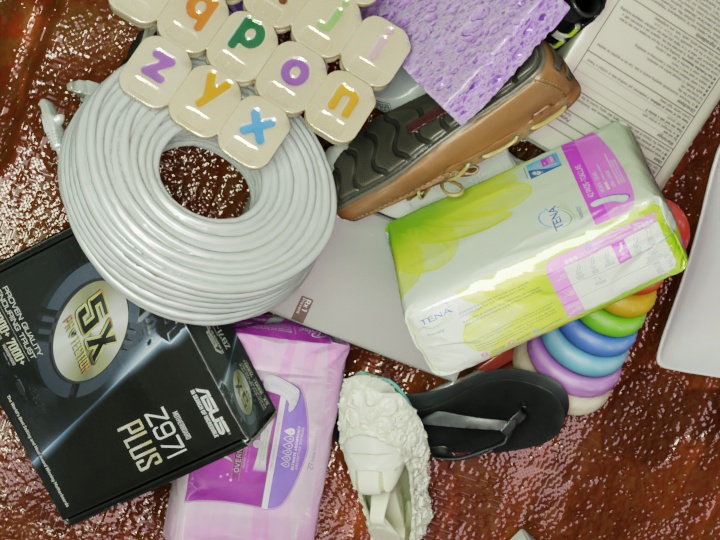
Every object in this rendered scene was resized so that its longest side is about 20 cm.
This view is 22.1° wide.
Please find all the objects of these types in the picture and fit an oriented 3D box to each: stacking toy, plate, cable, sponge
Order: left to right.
[{"bbox_3d":[-0.112,-0.061,1.293,0.200,0.069,0.200,-3,65,-28],"label":"cable"},{"bbox_3d":[0.062,-0.193,1.328,0.112,0.200,0.030,-48,128,7],"label":"sponge"},{"bbox_3d":[0.195,0.020,1.421,0.085,0.085,0.200,16,132,-15],"label":"stacking toy"},{"bbox_3d":[0.358,0.001,1.528,0.199,0.032,0.200,11,104,-13],"label":"plate"}]

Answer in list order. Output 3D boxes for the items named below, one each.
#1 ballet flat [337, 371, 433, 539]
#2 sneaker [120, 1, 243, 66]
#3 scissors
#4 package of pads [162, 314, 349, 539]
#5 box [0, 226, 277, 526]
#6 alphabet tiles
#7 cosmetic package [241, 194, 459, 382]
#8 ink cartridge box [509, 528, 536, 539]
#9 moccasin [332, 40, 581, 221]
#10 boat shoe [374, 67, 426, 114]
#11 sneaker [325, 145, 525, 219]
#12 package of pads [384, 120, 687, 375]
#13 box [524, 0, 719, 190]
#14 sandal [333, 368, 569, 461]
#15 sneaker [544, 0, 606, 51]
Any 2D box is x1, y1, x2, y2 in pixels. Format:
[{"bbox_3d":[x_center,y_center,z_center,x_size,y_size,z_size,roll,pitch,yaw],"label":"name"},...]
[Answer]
[{"bbox_3d":[0.021,0.165,1.454,0.072,0.072,0.200,-20,136,-4],"label":"ballet flat"},{"bbox_3d":[-0.103,-0.188,1.375,0.083,0.081,0.200,28,109,-30],"label":"sneaker"},{"bbox_3d":[0.100,0.095,1.517,0.200,0.014,0.073,-36,110,0],"label":"scissors"},{"bbox_3d":[-0.085,0.133,1.462,0.120,0.076,0.200,7,105,-11],"label":"package of pads"},{"bbox_3d":[-0.184,0.063,1.371,0.164,0.086,0.200,-25,96,16],"label":"box"},{"bbox_3d":[-0.070,-0.173,1.288,0.200,0.015,0.196,31,72,1],"label":"alphabet tiles"},{"bbox_3d":[0.000,0.000,1.434,0.200,0.090,0.107,20,98,-13],"label":"cosmetic package"},{"bbox_3d":[0.125,0.346,1.560,0.145,0.083,0.200,42,95,-19],"label":"ink cartridge box"},{"bbox_3d":[0.065,-0.094,1.332,0.201,0.074,0.078,-35,133,14],"label":"moccasin"},{"bbox_3d":[0.087,-0.186,1.411,0.200,0.069,0.057,-41,143,-3],"label":"boat shoe"},{"bbox_3d":[0.069,-0.081,1.424,0.200,0.075,0.089,13,117,-24],"label":"sneaker"},{"bbox_3d":[0.122,-0.016,1.311,0.200,0.155,0.068,-25,116,8],"label":"package of pads"},{"bbox_3d":[0.209,-0.170,1.408,0.128,0.109,0.200,29,100,-18],"label":"box"},{"bbox_3d":[0.072,0.127,1.461,0.200,0.043,0.076,-12,126,23],"label":"sandal"},{"bbox_3d":[0.130,-0.192,1.330,0.072,0.083,0.200,18,108,-31],"label":"sneaker"}]
